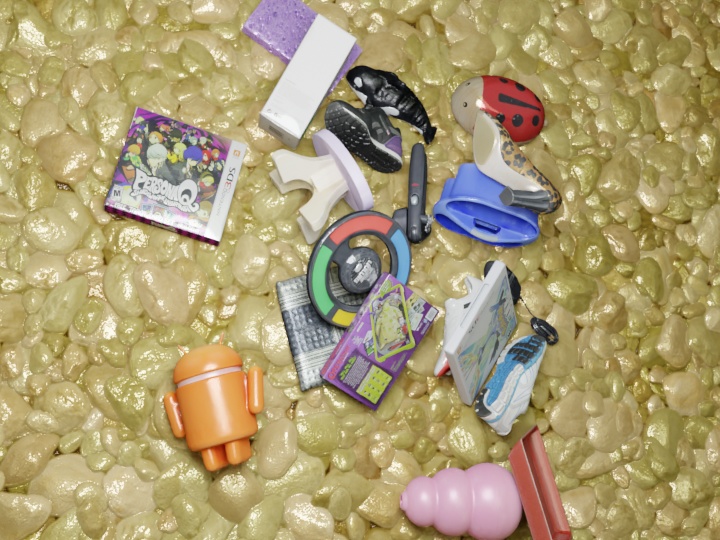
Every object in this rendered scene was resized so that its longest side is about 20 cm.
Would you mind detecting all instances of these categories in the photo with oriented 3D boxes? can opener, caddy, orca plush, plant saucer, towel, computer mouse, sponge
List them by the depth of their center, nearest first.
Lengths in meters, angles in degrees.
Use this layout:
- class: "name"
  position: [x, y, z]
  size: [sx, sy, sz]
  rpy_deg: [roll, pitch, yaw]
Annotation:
- class: "plant saucer"
  position: [0.298, 0.371, 1.426]
  size: [0.036, 0.199, 0.204]
  rpy_deg: [-18, 82, 17]
- class: "towel"
  position: [-0.033, 0.090, 1.459]
  size: [0.197, 0.035, 0.196]
  rpy_deg: [-13, 78, -17]
- class: "caddy"
  position: [0.227, -0.104, 1.522]
  size: [0.197, 0.141, 0.107]
  rpy_deg: [18, 69, -11]
- class: "can opener"
  position: [0.098, -0.138, 1.526]
  size: [0.077, 0.064, 0.204]
  rpy_deg: [5, 70, 6]
- class: "sponge"
  position: [-0.105, -0.420, 1.555]
  size: [0.199, 0.030, 0.112]
  rpy_deg: [36, 70, -7]
- class: "orca plush"
  position: [0.065, -0.312, 1.558]
  size: [0.105, 0.071, 0.201]
  rpy_deg: [-42, 91, -21]
- class: "computer mouse"
  position: [0.291, 0.063, 1.563]
  size: [0.201, 0.034, 0.059]
  rpy_deg: [50, 39, -6]

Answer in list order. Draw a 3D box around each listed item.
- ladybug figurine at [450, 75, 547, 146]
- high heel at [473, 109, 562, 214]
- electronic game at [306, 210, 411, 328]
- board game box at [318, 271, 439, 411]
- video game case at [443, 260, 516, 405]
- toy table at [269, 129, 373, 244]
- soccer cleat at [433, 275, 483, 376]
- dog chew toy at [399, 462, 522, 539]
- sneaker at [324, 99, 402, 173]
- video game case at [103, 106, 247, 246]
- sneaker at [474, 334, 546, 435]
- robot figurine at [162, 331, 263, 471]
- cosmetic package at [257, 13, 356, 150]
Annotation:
- class: "ladybug figurine"
  position: [0.270, -0.309, 1.621]
  size: [0.196, 0.072, 0.138]
  rpy_deg: [9, 74, -15]
- class: "high heel"
  position: [0.270, -0.186, 1.468]
  size: [0.141, 0.071, 0.203]
  rpy_deg: [5, 58, -37]
- class: "electronic game"
  position: [0.000, 0.000, 1.404]
  size: [0.197, 0.042, 0.204]
  rpy_deg: [-12, 114, -27]
- class: "board game box"
  position: [0.032, 0.118, 1.416]
  size: [0.119, 0.032, 0.202]
  rpy_deg: [35, 87, -28]
- class: "video game case"
  position: [0.208, 0.110, 1.449]
  size: [0.022, 0.201, 0.184]
  rpy_deg: [22, 66, 28]
- class: "toy table"
  position: [-0.070, -0.144, 1.434]
  size: [0.116, 0.200, 0.186]
  rpy_deg: [-29, 120, -11]
- class: "soccer cleat"
  position: [0.171, 0.097, 1.501]
  size: [0.085, 0.069, 0.201]
  rpy_deg: [35, 68, 6]
- class: "dog chew toy"
  position: [0.163, 0.380, 1.401]
  size: [0.196, 0.125, 0.127]
  rpy_deg: [2, 76, -9]
- class: "sneaker"
  position: [0.006, -0.255, 1.498]
  size: [0.199, 0.075, 0.089]
  rpy_deg: [36, 54, -48]
- class: "video game case"
  position: [-0.306, -0.157, 1.427]
  size: [0.197, 0.036, 0.184]
  rpy_deg: [18, 71, -12]
- class: "sneaker"
  position: [0.276, 0.204, 1.511]
  size: [0.201, 0.074, 0.087]
  rpy_deg: [-51, 121, -24]
- class: "robot figurine"
  position: [-0.224, 0.203, 1.323]
  size: [0.115, 0.143, 0.204]
  rpy_deg: [-8, 78, -41]
- class: "cosmetic package"
  position: [-0.095, -0.324, 1.475]
  size: [0.084, 0.108, 0.202]
  rpy_deg: [31, 84, -6]
